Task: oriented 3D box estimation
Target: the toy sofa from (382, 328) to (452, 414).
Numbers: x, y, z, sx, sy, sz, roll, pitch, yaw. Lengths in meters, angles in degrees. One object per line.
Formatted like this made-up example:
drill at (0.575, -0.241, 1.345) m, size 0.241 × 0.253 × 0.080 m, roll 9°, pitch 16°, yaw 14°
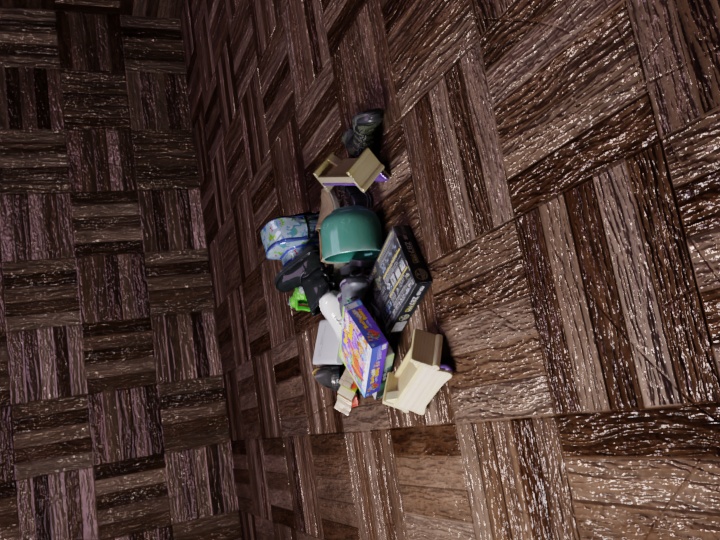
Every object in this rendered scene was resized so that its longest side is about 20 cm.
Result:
toy sofa at (0.125, 0.222, 1.495) m, size 0.201 × 0.096 × 0.084 m, roll 114°, pitch 172°, yaw -48°

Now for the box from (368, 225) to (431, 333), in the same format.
box at (0.084, 0.023, 1.584) m, size 0.201 × 0.048 × 0.163 m, roll 115°, pitch 142°, yaw -48°

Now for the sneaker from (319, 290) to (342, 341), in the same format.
sneaker at (-0.044, 0.136, 1.812) m, size 0.201 × 0.076 × 0.081 m, roll 62°, pitch 175°, yaw -39°

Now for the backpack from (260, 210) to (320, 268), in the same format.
backpack at (-0.177, -0.082, 1.980) m, size 0.183 × 0.197 × 0.150 m, roll 139°, pitch 123°, yaw -61°

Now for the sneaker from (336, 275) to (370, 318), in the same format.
sneaker at (-0.014, 0.077, 1.676) m, size 0.200 × 0.073 × 0.089 m, roll 108°, pitch 157°, yaw -70°

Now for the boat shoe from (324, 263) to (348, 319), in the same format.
boat shoe at (-0.066, 0.039, 1.916) m, size 0.063 × 0.071 × 0.203 m, roll -120°, pitch 38°, yaw -58°

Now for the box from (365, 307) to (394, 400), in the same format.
box at (0.025, 0.207, 1.698) m, size 0.145 × 0.036 × 0.202 m, roll 57°, pitch 157°, yaw 31°

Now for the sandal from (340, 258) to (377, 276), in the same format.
sandal at (0.001, 0.000, 1.751) m, size 0.200 × 0.075 × 0.044 m, roll 146°, pitch 118°, yaw -75°

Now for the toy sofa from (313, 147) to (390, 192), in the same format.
toy sofa at (-0.023, -0.228, 1.670) m, size 0.098 × 0.083 × 0.199 m, roll 48°, pitch 163°, yaw -25°

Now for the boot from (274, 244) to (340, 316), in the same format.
boot at (-0.144, 0.047, 1.875) m, size 0.198 × 0.073 × 0.164 m, roll -42°, pitch 60°, yaw 29°

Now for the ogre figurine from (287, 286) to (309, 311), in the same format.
ogre figurine at (-0.139, 0.068, 2.019) m, size 0.199 × 0.118 × 0.100 m, roll 172°, pitch 93°, yaw -66°

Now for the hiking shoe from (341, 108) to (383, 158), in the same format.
hiking shoe at (0.017, -0.317, 1.666) m, size 0.200 × 0.075 × 0.102 m, roll 143°, pitch 108°, yaw -71°

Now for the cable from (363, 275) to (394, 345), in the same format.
cable at (0.030, 0.125, 1.723) m, size 0.164 × 0.050 × 0.202 m, roll 118°, pitch 140°, yaw -50°

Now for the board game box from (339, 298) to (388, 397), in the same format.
board game box at (0.004, 0.184, 1.620) m, size 0.135 × 0.044 × 0.202 m, roll 55°, pitch 154°, yaw 34°

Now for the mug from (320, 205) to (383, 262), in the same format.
mug at (-0.037, -0.088, 1.685) m, size 0.152 × 0.182 × 0.117 m, roll 14°, pitch -112°, yaw -68°

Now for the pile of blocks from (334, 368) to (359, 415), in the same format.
pile of blocks at (-0.022, 0.329, 1.893) m, size 0.061 × 0.082 × 0.202 m, roll 27°, pitch 143°, yaw 12°

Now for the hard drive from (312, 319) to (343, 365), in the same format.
hard drive at (-0.085, 0.204, 1.990) m, size 0.199 × 0.026 × 0.134 m, roll 161°, pitch 121°, yaw -66°

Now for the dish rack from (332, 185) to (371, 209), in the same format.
dish rack at (-0.033, -0.141, 1.822) m, size 0.154 × 0.054 × 0.203 m, roll -121°, pitch 33°, yaw -48°

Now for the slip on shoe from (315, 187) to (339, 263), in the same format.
slip on shoe at (-0.088, -0.118, 1.813) m, size 0.076 × 0.060 × 0.204 m, roll 171°, pitch 92°, yaw -68°

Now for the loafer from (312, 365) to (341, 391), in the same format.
loafer at (-0.094, 0.306, 1.964) m, size 0.200 × 0.071 × 0.074 m, roll 145°, pitch 124°, yaw -78°
